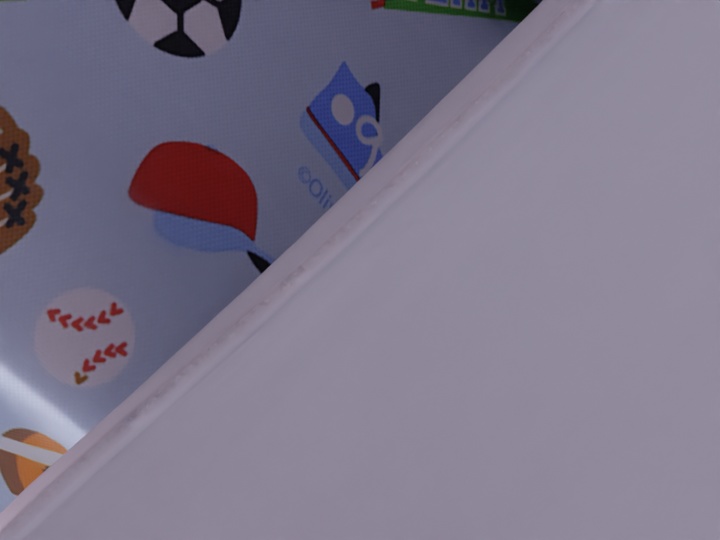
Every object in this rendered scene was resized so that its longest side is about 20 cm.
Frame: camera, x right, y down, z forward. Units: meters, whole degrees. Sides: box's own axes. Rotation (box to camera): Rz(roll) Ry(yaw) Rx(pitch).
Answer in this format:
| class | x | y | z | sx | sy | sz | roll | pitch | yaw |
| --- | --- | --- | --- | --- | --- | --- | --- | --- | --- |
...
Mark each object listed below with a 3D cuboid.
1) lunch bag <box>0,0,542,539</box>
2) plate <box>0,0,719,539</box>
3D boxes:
| class | x | y | z | sx | sy | sz | roll | pitch | yaw |
| --- | --- | --- | --- | --- | --- | --- | --- | --- | --- |
| lunch bag | -0.048 | -0.064 | 0.491 | 0.170 | 0.200 | 0.124 | 44 | 144 | -16 |
| plate | 0.053 | 0.029 | 0.439 | 0.200 | 0.200 | 0.032 | 47 | 177 | -42 |
